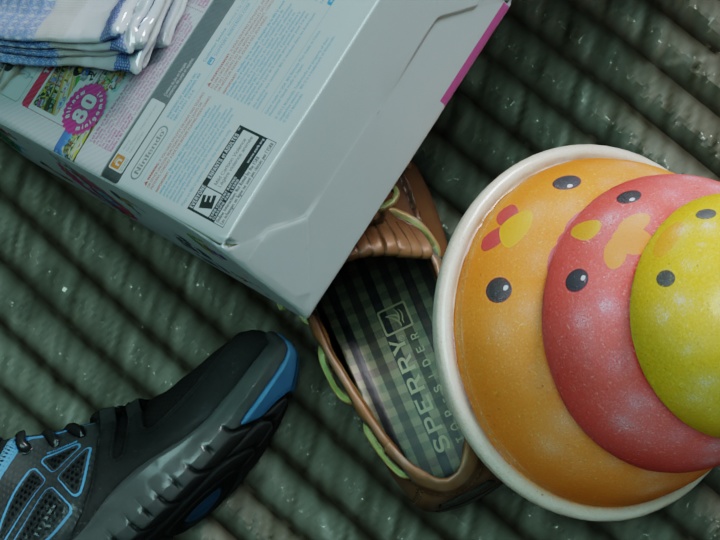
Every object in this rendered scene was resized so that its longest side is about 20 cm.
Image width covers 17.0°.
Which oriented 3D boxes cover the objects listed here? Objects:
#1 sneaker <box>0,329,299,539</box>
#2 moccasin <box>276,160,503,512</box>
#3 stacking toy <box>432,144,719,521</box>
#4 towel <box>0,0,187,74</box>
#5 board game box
[{"bbox_3d":[-0.112,0.085,0.964,0.200,0.073,0.082,-42,74,-3],"label":"sneaker"},{"bbox_3d":[-0.002,0.001,0.962,0.073,0.078,0.202,-20,74,6],"label":"moccasin"},{"bbox_3d":[0.130,0.014,0.864,0.146,0.200,0.147,4,81,-27],"label":"stacking toy"},{"bbox_3d":[-0.128,-0.150,0.986,0.200,0.024,0.147,8,68,42],"label":"towel"},{"bbox_3d":[-0.057,-0.088,0.950,0.200,0.064,0.148,29,83,44],"label":"board game box"}]
